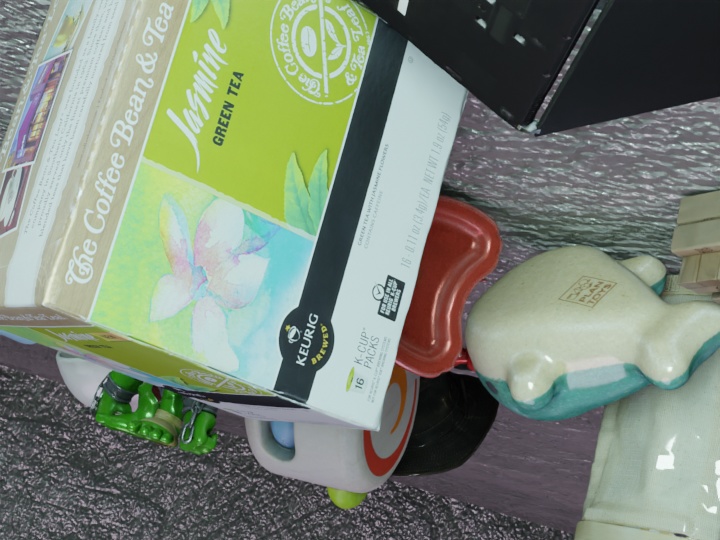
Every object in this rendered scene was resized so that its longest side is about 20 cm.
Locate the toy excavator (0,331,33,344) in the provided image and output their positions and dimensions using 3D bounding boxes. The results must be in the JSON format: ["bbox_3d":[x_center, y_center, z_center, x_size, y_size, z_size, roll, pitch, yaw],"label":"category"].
[{"bbox_3d":[-0.328,0.028,1.368,0.100,0.194,0.201,31,-156,-50],"label":"toy excavator"}]

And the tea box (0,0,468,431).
[{"bbox_3d":[-0.074,-0.043,0.685,0.195,0.202,0.133,23,165,-33],"label":"tea box"}]

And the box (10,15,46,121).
[{"bbox_3d":[-0.112,-0.078,0.863,0.198,0.080,0.141,16,164,-4],"label":"box"}]

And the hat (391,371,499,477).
[{"bbox_3d":[0.058,0.143,1.478,0.199,0.200,0.082,5,123,37],"label":"hat"}]

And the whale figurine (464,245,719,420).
[{"bbox_3d":[0.165,0.055,0.918,0.199,0.159,0.105,7,130,51],"label":"whale figurine"}]

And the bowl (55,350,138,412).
[{"bbox_3d":[-0.194,0.087,1.365,0.197,0.076,0.200,-5,-167,11],"label":"bowl"}]

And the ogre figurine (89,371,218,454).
[{"bbox_3d":[-0.172,0.093,1.188,0.097,0.121,0.200,21,168,-13],"label":"ogre figurine"}]

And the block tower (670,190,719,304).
[{"bbox_3d":[0.282,0.012,0.830,0.198,0.055,0.058,22,166,-25],"label":"block tower"}]

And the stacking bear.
[{"bbox_3d":[0.000,0.000,0.997,0.113,0.123,0.200,27,171,-20],"label":"stacking bear"}]

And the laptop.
[{"bbox_3d":[0.091,-0.134,0.547,0.200,0.103,0.177,40,168,6],"label":"laptop"}]

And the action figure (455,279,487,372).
[{"bbox_3d":[0.040,0.008,1.098,0.199,0.100,0.065,34,180,27],"label":"action figure"}]

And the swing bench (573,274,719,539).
[{"bbox_3d":[0.246,0.126,1.017,0.128,0.201,0.200,8,165,27],"label":"swing bench"}]

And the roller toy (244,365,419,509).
[{"bbox_3d":[-0.031,0.121,1.350,0.138,0.202,0.183,9,155,23],"label":"roller toy"}]
